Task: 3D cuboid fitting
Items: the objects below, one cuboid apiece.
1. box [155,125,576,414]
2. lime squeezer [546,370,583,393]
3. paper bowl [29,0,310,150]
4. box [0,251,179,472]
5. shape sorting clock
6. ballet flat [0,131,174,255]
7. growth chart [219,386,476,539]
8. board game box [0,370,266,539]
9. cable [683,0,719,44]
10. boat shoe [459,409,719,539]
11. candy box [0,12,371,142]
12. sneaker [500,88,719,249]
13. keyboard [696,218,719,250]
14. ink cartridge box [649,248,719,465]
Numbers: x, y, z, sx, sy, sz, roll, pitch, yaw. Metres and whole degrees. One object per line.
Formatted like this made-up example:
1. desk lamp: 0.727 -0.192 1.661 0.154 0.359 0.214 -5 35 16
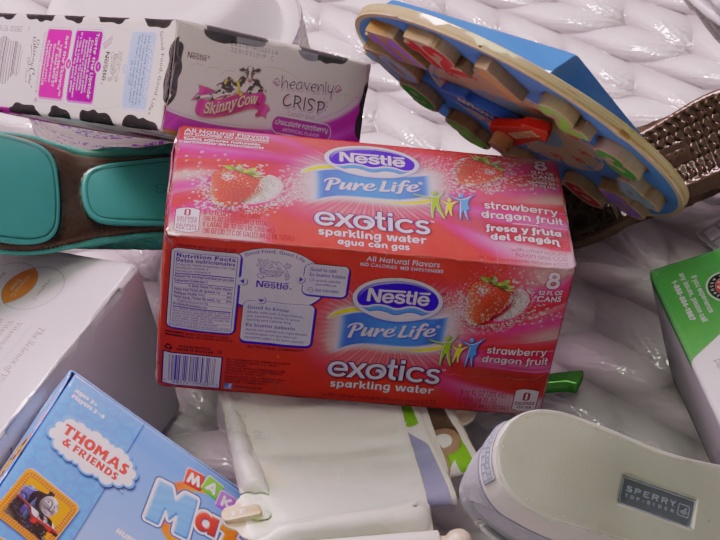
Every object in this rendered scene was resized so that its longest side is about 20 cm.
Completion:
1. box: 0.000 0.000 0.886 0.199 0.100 0.096 5 39 -5
2. lime squeezer: 0.014 0.050 0.951 0.199 0.038 0.071 18 71 16
3. paper bowl: -0.135 -0.149 1.197 0.200 0.105 0.201 -7 41 6
4. box: -0.227 0.069 0.952 0.199 0.107 0.152 10 43 25
5. shape sorting clock: 0.082 -0.080 0.929 0.200 0.200 0.039 28 80 38
6. ballet flat: -0.164 -0.036 0.952 0.199 0.070 0.068 1 76 -20
7. growth chart: -0.008 0.073 0.886 0.144 0.018 0.200 1 40 -9
8. board game box: -0.121 0.162 0.802 0.151 0.037 0.200 36 47 -8
9. cable: 0.266 -0.115 0.983 0.069 0.200 0.200 -44 31 10
10. boat shoe: 0.138 0.123 0.801 0.200 0.072 0.070 24 63 -8
11. candy box: -0.110 -0.104 0.995 0.136 0.061 0.200 7 2 -41
12. sneaker: 0.161 -0.050 1.040 0.199 0.075 0.071 -16 74 23
13. keyboard: 0.266 0.017 0.967 0.056 0.011 0.200 -25 41 -15
14. ink cartridge box: 0.262 0.040 0.868 0.199 0.083 0.147 -18 38 2
